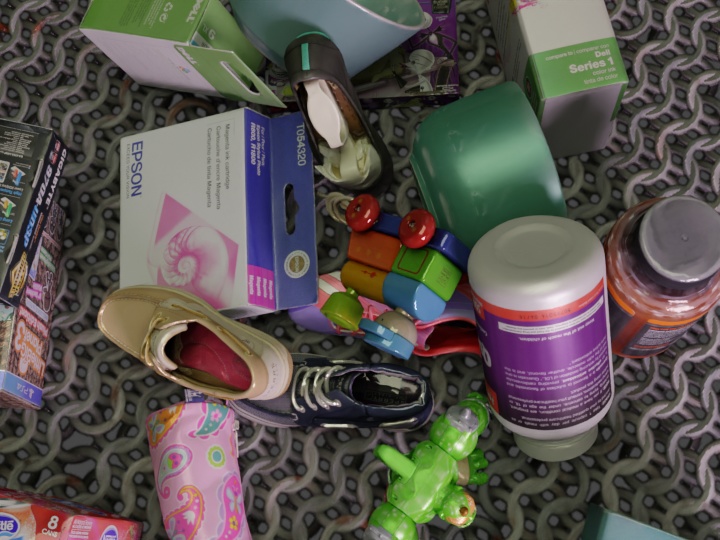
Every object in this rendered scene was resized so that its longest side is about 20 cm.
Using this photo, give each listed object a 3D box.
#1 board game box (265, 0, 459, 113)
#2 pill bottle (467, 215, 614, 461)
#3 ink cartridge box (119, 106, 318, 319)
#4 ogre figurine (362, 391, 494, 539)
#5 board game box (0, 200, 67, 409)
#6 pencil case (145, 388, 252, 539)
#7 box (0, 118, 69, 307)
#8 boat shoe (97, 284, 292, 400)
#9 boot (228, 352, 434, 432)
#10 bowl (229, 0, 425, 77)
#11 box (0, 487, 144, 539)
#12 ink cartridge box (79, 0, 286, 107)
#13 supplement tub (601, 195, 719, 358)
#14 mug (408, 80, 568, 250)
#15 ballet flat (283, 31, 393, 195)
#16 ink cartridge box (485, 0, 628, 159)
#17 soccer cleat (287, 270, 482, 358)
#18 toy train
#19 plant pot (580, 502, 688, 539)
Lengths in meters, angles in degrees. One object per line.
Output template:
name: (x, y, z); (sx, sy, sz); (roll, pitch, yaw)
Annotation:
board game box: (0.001, -0.225, 1.112); (0.197, 0.032, 0.122); (-3, 69, 4)
pill bottle: (0.156, 0.062, 0.920); (0.111, 0.202, 0.113); (-9, 33, 6)
ink cartridge box: (-0.140, -0.051, 1.035); (0.197, 0.043, 0.199); (-11, 71, 22)
ogre figurine: (0.052, 0.188, 0.935); (0.199, 0.120, 0.099); (-36, 74, -5)
board game box: (-0.381, 0.022, 1.033); (0.157, 0.097, 0.203); (3, 74, 6)
pencil case: (-0.136, 0.212, 0.963); (0.086, 0.088, 0.203); (-14, 71, 0)
box: (-0.383, -0.066, 0.984); (0.197, 0.046, 0.161); (11, 75, 8)
boat shoe: (-0.157, 0.062, 0.961); (0.198, 0.069, 0.075); (16, 98, 21)
boot: (-0.032, 0.104, 0.982); (0.197, 0.090, 0.074); (2, 73, 5)
bowl: (-0.046, -0.255, 1.028); (0.201, 0.200, 0.105); (47, 117, 15)
box: (-0.262, 0.240, 0.904); (0.098, 0.200, 0.097); (14, 77, 9)
ink cartridge box: (-0.163, -0.219, 1.050); (0.198, 0.104, 0.060); (15, 74, 31)
supplement tub: (0.252, 0.004, 0.929); (0.105, 0.200, 0.109); (0, 73, 1)
mug: (0.115, -0.066, 0.989); (0.113, 0.152, 0.187); (-19, 73, 2)
ballet flat: (-0.022, -0.122, 0.994); (0.067, 0.201, 0.069); (-16, 45, 15)
ink cartridge box: (0.180, -0.227, 1.034); (0.083, 0.145, 0.203); (-12, 72, 0)
soccer cleat: (0.029, 0.043, 0.999); (0.197, 0.067, 0.077); (3, 37, 1)
toy train: (0.000, 0.000, 0.962); (0.199, 0.084, 0.117); (19, 76, 47)
plant pot: (0.226, 0.311, 0.877); (0.140, 0.141, 0.202); (19, 83, 10)
